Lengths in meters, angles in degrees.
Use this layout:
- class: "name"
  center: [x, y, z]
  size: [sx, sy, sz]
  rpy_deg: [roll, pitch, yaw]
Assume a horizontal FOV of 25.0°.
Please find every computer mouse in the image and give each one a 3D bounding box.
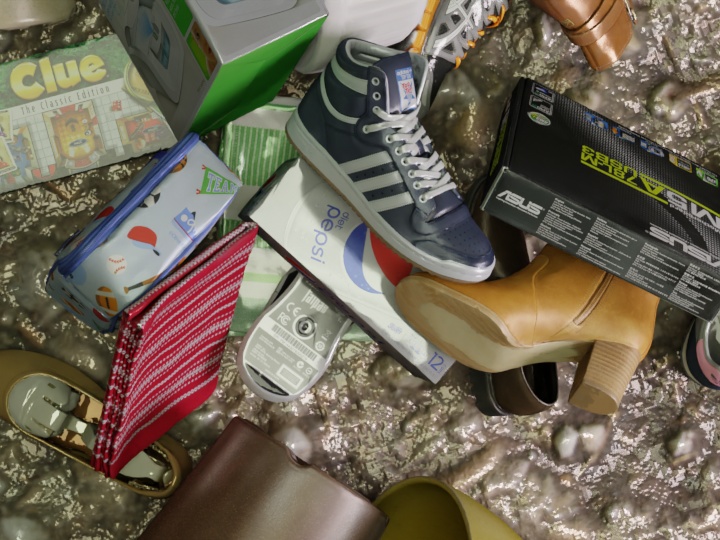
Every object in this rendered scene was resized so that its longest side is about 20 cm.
- class: "computer mouse"
  center: [-0.031, 0.016, 1.322]
  size: [0.110, 0.044, 0.200]
  rpy_deg: [39, 84, -11]

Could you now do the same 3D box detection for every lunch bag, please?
- class: "lunch bag"
  center: [-0.168, -0.031, 1.253]
  size: [0.076, 0.200, 0.160]
  rpy_deg: [42, 76, -9]

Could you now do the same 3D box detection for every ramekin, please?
- class: "ramekin"
  center: [-0.016, -0.258, 1.259]
  size: [0.094, 0.202, 0.203]
  rpy_deg: [-11, 93, -14]

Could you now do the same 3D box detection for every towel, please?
- class: "towel"
  center: [-0.047, -0.043, 1.347]
  size: [0.152, 0.023, 0.200]
  rpy_deg: [2, 92, -4]
- class: "towel"
  center: [-0.141, 0.064, 1.245]
  size: [0.022, 0.200, 0.145]
  rpy_deg: [36, 48, 15]

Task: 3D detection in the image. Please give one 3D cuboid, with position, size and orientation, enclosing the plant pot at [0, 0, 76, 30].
- class: "plant pot"
  center: [-0.296, -0.280, 1.254]
  size: [0.200, 0.200, 0.184]
  rpy_deg: [-5, 104, -3]

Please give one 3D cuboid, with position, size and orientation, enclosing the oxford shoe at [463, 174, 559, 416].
- class: "oxford shoe"
  center: [0.131, 0.019, 1.321]
  size: [0.073, 0.084, 0.200]
  rpy_deg: [-16, 99, -43]

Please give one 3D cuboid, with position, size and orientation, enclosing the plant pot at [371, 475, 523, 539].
- class: "plant pot"
  center: [0.082, 0.281, 1.299]
  size: [0.142, 0.200, 0.200]
  rpy_deg: [23, 91, -28]

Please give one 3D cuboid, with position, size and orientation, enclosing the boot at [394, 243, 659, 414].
- class: "boot"
  center: [0.134, 0.013, 1.255]
  size: [0.201, 0.071, 0.144]
  rpy_deg: [27, 54, -6]

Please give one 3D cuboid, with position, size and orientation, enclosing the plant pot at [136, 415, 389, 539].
- class: "plant pot"
  center: [-0.091, 0.236, 1.281]
  size: [0.200, 0.200, 0.198]
  rpy_deg: [34, 82, -4]

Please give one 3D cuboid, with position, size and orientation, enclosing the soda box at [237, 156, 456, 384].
- class: "soda box"
  center: [0.000, 0.000, 1.271]
  size: [0.200, 0.068, 0.063]
  rpy_deg: [42, 83, -9]

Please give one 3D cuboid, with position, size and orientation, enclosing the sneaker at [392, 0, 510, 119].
- class: "sneaker"
  center: [0.080, -0.213, 1.323]
  size: [0.077, 0.078, 0.200]
  rpy_deg: [20, 92, -13]

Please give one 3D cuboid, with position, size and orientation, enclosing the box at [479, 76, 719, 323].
- class: "box"
  center: [0.198, -0.061, 1.278]
  size: [0.200, 0.193, 0.048]
  rpy_deg: [27, 117, -3]

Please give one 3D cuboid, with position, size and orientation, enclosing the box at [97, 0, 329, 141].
- class: "box"
  center: [-0.124, -0.216, 1.231]
  size: [0.097, 0.200, 0.177]
  rpy_deg: [-29, 87, -19]

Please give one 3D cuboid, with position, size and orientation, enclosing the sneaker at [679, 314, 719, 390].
- class: "sneaker"
  center: [0.322, 0.003, 1.339]
  size: [0.070, 0.082, 0.200]
  rpy_deg: [12, 91, -3]

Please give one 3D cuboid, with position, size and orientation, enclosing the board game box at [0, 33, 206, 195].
- class: "board game box"
  center: [-0.236, -0.131, 1.333]
  size: [0.200, 0.023, 0.105]
  rpy_deg: [-16, 91, -3]

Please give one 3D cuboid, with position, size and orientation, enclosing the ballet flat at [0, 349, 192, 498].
- class: "ballet flat"
  center: [-0.226, 0.124, 1.323]
  size: [0.200, 0.063, 0.069]
  rpy_deg: [27, 93, -4]

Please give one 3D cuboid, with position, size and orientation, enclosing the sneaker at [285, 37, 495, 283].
- class: "sneaker"
  center: [0.037, -0.087, 1.194]
  size: [0.200, 0.070, 0.109]
  rpy_deg: [43, 125, 17]

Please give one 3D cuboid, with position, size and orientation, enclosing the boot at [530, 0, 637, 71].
- class: "boot"
  center: [0.185, -0.273, 1.325]
  size: [0.155, 0.074, 0.200]
  rpy_deg: [49, 54, -28]
